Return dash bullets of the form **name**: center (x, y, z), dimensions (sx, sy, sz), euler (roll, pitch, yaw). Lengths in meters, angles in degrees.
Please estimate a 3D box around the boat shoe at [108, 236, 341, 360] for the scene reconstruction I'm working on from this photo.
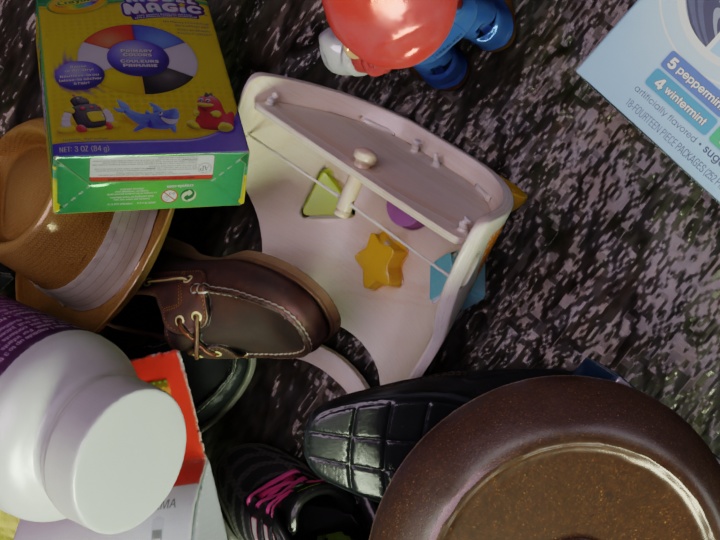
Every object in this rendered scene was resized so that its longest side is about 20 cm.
- **boat shoe**: center (-0.099, 0.028, 0.733), dimensions (0.199, 0.070, 0.071), euler (8, 131, 45)

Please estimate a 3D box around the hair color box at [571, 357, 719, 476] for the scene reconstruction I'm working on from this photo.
- **hair color box**: center (0.104, 0.158, 0.611), dimensions (0.100, 0.061, 0.201), euler (38, 90, -9)

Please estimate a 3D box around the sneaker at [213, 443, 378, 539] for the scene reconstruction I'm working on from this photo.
- **sneaker**: center (-0.031, 0.153, 0.702), dimensions (0.200, 0.073, 0.088), euler (38, 142, 46)

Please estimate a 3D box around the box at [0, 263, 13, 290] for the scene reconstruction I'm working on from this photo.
- **box**: center (-0.374, -0.030, 0.845), dimensions (0.163, 0.086, 0.201), euler (-40, 67, 16)

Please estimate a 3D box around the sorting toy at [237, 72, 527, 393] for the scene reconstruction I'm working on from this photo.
- **sorting toy**: center (0.000, 0.000, 0.720), dimensions (0.199, 0.106, 0.182), euler (36, 116, 33)

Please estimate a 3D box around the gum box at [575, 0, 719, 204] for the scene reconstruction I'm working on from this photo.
- **gum box**: center (0.254, -0.133, 0.650), dimensions (0.170, 0.044, 0.200), euler (45, 105, 15)

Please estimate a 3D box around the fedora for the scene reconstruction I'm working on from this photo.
- **fedora**: center (-0.200, -0.045, 0.754), dimensions (0.200, 0.081, 0.203), euler (-27, 50, 36)

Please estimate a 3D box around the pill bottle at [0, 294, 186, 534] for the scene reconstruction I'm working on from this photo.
- **pill bottle**: center (-0.200, 0.080, 0.669), dimensions (0.199, 0.112, 0.114), euler (16, 96, 35)

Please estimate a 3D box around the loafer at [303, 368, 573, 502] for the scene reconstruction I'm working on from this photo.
- **loafer**: center (0.062, 0.092, 0.667), dimensions (0.197, 0.072, 0.074), euler (2, 108, -12)

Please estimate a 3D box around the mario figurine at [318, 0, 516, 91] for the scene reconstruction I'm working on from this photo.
- **mario figurine**: center (0.027, -0.168, 0.652), dimensions (0.105, 0.200, 0.125), euler (20, 96, 18)

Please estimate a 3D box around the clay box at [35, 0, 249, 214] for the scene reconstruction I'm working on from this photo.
- **clay box**: center (-0.144, -0.121, 0.720), dimensions (0.048, 0.114, 0.201), euler (104, 155, -44)

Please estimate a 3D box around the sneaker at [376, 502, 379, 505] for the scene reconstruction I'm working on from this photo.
- **sneaker**: center (0.094, 0.168, 0.703), dimensions (0.199, 0.070, 0.078), euler (28, 122, 12)

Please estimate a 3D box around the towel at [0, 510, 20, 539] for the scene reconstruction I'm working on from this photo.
- **towel**: center (-0.190, 0.198, 0.807), dimensions (0.198, 0.018, 0.087), euler (11, 90, 7)

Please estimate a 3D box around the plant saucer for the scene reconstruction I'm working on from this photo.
- **plant saucer**: center (0.102, 0.155, 0.564), dimensions (0.198, 0.034, 0.203), euler (-1, 98, -6)

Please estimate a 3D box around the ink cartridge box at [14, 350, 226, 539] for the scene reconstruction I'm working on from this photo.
- **ink cartridge box**: center (-0.160, 0.165, 0.718), dimensions (0.161, 0.050, 0.202), euler (-13, 93, 31)

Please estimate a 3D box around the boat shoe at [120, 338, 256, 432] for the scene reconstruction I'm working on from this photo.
- **boat shoe**: center (-0.166, 0.093, 0.793), dimensions (0.198, 0.066, 0.075), euler (-21, 83, 19)
